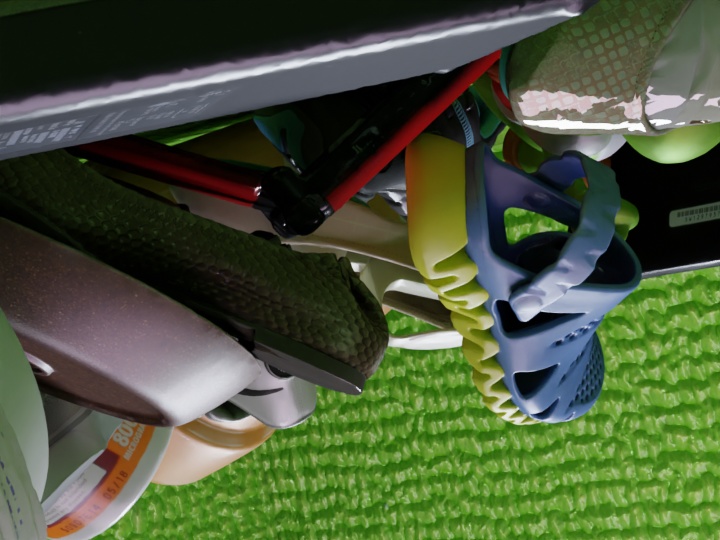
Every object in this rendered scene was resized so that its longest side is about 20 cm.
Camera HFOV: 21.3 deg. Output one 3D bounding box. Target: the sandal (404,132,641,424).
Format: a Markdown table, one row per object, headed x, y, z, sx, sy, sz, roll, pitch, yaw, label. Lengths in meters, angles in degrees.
| x | y | z | sx | sy | sz | roll | pitch | yaw | label |
| --- | --- | --- | --- | --- | --- | --- | --- | --- | --- |
| 0.084 | 0.008 | 0.847 | 0.086 | 0.080 | 0.200 | -7 | 151 | 17 | sandal |

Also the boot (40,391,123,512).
| x | y | z | sx | sy | sz | roll | pitch | yaw | label |
| --- | --- | --- | --- | --- | --- | --- | --- | --- | --- |
| -0.157 | 0.056 | 0.837 | 0.074 | 0.096 | 0.200 | -45 | -175 | 13 | boot |

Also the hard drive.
| x | y | z | sx | sy | sz | roll | pitch | yaw | label |
| --- | --- | --- | --- | --- | --- | --- | --- | --- | --- |
| -0.046 | -0.061 | 0.532 | 0.198 | 0.033 | 0.139 | -12 | -179 | -14 | hard drive |

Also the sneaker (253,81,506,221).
| x | y | z | sx | sy | sz | roll | pitch | yaw | label |
| --- | --- | --- | --- | --- | --- | --- | --- | --- | --- |
| 0.012 | -0.078 | 0.996 | 0.082 | 0.073 | 0.200 | -47 | 162 | 15 | sneaker |

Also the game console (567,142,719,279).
| x | y | z | sx | sy | sz | roll | pitch | yaw | label |
| --- | --- | --- | --- | --- | --- | --- | --- | --- | --- |
| 0.214 | -0.080 | 0.972 | 0.116 | 0.178 | 0.199 | 14 | 163 | -38 | game console |

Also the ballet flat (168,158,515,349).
| x | y | z | sx | sy | sz | roll | pitch | yaw | label |
| --- | --- | --- | --- | --- | --- | --- | --- | --- | --- |
| 0.000 | 0.000 | 0.927 | 0.198 | 0.070 | 0.069 | 14 | 172 | -20 | ballet flat |

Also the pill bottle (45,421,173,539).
| x | y | z | sx | sy | sz | roll | pitch | yaw | label |
| --- | --- | --- | --- | --- | --- | --- | --- | --- | --- |
| -0.199 | 0.046 | 0.970 | 0.200 | 0.115 | 0.114 | 35 | 153 | -31 | pill bottle |

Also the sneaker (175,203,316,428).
| x | y | z | sx | sy | sz | roll | pitch | yaw | label |
| --- | --- | --- | --- | --- | --- | --- | --- | --- | --- |
| -0.081 | 0.025 | 0.861 | 0.074 | 0.089 | 0.200 | -26 | -159 | -20 | sneaker |

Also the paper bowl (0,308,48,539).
| x | y | z | sx | sy | sz | roll | pitch | yaw | label |
| --- | --- | --- | --- | --- | --- | --- | --- | --- | --- |
| -0.180 | 0.050 | 0.613 | 0.200 | 0.202 | 0.104 | -10 | -159 | 46 | paper bowl |

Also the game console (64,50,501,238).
| x | y | z | sx | sy | sz | roll | pitch | yaw | label |
| --- | --- | --- | --- | --- | --- | --- | --- | --- | --- |
| -0.041 | -0.077 | 0.786 | 0.172 | 0.119 | 0.200 | -43 | -176 | -2 | game console |

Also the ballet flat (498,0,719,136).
| x | y | z | sx | sy | sz | roll | pitch | yaw | label |
| --- | --- | --- | --- | --- | --- | --- | --- | --- | --- |
| 0.127 | -0.082 | 0.633 | 0.062 | 0.068 | 0.199 | 29 | -145 | 33 | ballet flat |

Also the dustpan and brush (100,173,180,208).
| x | y | z | sx | sy | sz | roll | pitch | yaw | label |
| --- | --- | --- | --- | --- | --- | --- | --- | --- | --- |
| -0.158 | -0.021 | 0.828 | 0.138 | 0.058 | 0.200 | 8 | -172 | -16 | dustpan and brush |

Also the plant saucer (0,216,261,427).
| x | y | z | sx | sy | sz | roll | pitch | yaw | label |
| --- | --- | --- | --- | --- | --- | --- | --- | --- | --- |
| -0.135 | 0.015 | 0.720 | 0.199 | 0.035 | 0.200 | 21 | 169 | 4 | plant saucer |

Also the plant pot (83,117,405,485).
| x | y | z | sx | sy | sz | roll | pitch | yaw | label |
| --- | --- | --- | --- | --- | --- | --- | --- | --- | --- |
| -0.074 | -0.002 | 1.126 | 0.183 | 0.201 | 0.200 | -29 | 173 | 27 | plant pot |

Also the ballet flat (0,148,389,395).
| x | y | z | sx | sy | sz | roll | pitch | yaw | label |
| --- | --- | --- | --- | --- | --- | --- | --- | --- | --- |
| -0.076 | -0.016 | 0.683 | 0.199 | 0.047 | 0.067 | 27 | 169 | -13 | ballet flat |

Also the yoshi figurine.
| x | y | z | sx | sy | sz | roll | pitch | yaw | label |
| --- | --- | --- | --- | --- | --- | --- | --- | --- | --- |
| 0.120 | -0.075 | 0.875 | 0.111 | 0.113 | 0.200 | -28 | 178 | 2 | yoshi figurine |
